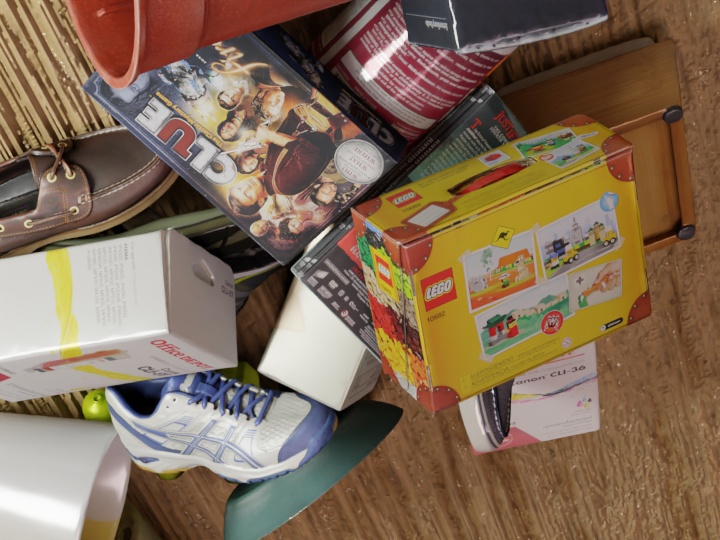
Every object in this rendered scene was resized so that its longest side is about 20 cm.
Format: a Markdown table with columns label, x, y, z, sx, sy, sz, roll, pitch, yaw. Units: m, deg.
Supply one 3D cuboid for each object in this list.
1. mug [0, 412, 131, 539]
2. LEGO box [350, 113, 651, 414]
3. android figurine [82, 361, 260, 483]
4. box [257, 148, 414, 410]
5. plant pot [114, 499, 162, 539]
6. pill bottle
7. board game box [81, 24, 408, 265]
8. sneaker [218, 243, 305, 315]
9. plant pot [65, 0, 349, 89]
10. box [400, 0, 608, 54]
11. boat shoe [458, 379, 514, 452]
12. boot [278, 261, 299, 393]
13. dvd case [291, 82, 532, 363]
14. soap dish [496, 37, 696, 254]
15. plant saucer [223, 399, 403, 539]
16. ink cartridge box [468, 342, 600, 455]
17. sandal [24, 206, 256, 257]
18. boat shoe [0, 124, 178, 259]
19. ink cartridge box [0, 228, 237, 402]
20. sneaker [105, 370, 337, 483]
| label | x | y | z | sx | sy | sz | roll | pitch | yaw |
| --- | --- | --- | --- | --- | --- | --- | --- | --- | --- |
| mug | -0.290 | 0.201 | 1.768 | 0.153 | 0.187 | 0.149 | 13 | 164 | 6 |
| LEGO box | 0.107 | -0.006 | 1.570 | 0.200 | 0.077 | 0.149 | -23 | 122 | -20 |
| android figurine | -0.145 | 0.124 | 1.814 | 0.182 | 0.041 | 0.200 | 3 | 149 | 3 |
| box | 0.000 | 0.000 | 1.670 | 0.200 | 0.078 | 0.095 | -68 | 168 | 14 |
| plant pot | -0.229 | 0.307 | 1.924 | 0.200 | 0.201 | 0.184 | -22 | 129 | 1 |
| pill bottle | 0.051 | -0.177 | 1.553 | 0.110 | 0.110 | 0.200 | 25 | 123 | -40 |
| board game box | -0.084 | -0.112 | 1.532 | 0.200 | 0.035 | 0.135 | 41 | 125 | -10 |
| sneaker | -0.107 | -0.003 | 1.721 | 0.200 | 0.074 | 0.081 | -29 | 158 | 9 |
| plant pot | -0.086 | -0.237 | 1.381 | 0.195 | 0.201 | 0.201 | -15 | 140 | -20 |
| box | 0.076 | -0.249 | 1.387 | 0.104 | 0.148 | 0.200 | -14 | 102 | -9 |
| boat shoe | 0.122 | 0.041 | 1.678 | 0.093 | 0.200 | 0.075 | -6 | -179 | 15 |
| boot | 0.007 | 0.054 | 1.822 | 0.150 | 0.073 | 0.200 | -6 | 132 | -17 |
| dvd case | 0.061 | -0.026 | 1.601 | 0.200 | 0.022 | 0.146 | -44 | 129 | 1 |
| soap dish | 0.197 | -0.084 | 1.739 | 0.157 | 0.081 | 0.200 | -19 | 139 | -2 |
| plant saucer | -0.051 | 0.171 | 1.875 | 0.200 | 0.200 | 0.036 | -37 | 94 | 18 |
| ink cartridge box | 0.136 | 0.071 | 1.787 | 0.116 | 0.068 | 0.200 | -12 | 146 | 1 |
| sandal | -0.173 | -0.032 | 1.657 | 0.201 | 0.057 | 0.080 | -10 | 164 | -2 |
| boat shoe | -0.232 | -0.060 | 1.591 | 0.200 | 0.070 | 0.070 | -26 | 144 | 6 |
| ink cartridge box | -0.210 | 0.038 | 1.621 | 0.200 | 0.084 | 0.145 | -10 | 165 | 16 |
| sneaker | -0.117 | 0.115 | 1.688 | 0.200 | 0.075 | 0.088 | -5 | 130 | 28 |
